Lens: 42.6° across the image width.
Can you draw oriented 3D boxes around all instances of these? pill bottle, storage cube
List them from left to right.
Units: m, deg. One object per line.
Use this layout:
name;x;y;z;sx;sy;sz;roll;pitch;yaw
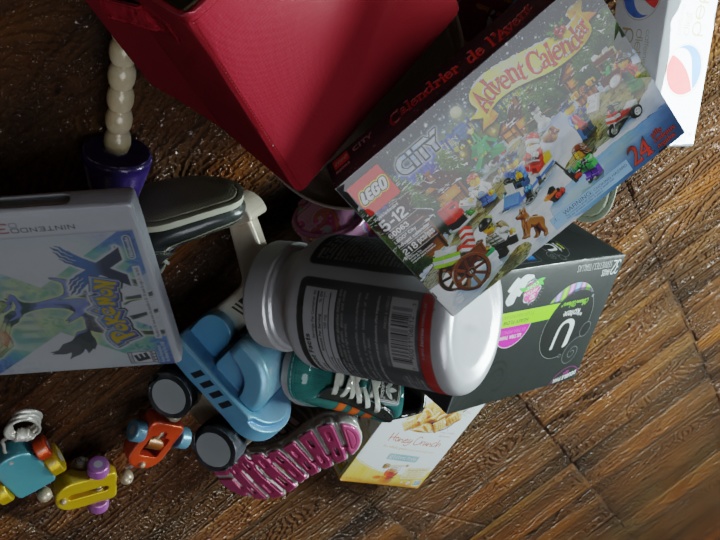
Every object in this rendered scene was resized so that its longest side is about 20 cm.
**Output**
storage cube;-0.064;-0.195;0.580;0.200;0.170;0.180;-49;152;-10
pill bottle;0.008;0.030;0.766;0.115;0.198;0.118;-19;113;-56

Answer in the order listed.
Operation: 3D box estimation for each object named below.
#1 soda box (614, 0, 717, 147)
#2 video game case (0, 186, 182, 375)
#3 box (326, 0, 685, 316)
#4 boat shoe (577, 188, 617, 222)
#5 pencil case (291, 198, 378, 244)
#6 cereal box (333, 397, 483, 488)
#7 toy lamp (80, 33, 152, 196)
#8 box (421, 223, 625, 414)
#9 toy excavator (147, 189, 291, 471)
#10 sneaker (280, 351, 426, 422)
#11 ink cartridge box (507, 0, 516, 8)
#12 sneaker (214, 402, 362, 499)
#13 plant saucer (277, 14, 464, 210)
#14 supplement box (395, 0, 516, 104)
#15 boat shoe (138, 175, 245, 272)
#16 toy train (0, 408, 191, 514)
soda box;0.273;-0.217;0.840;0.063;0.068;0.203;-4;108;-27
video game case;-0.249;0.016;0.740;0.180;0.022;0.201;-4;140;-1
box;0.095;-0.079;0.607;0.199;0.038;0.137;-40;121;11
boat shoe;0.256;-0.151;0.943;0.061;0.071;0.203;-44;153;-67
pencil case;0.000;0.000;0.909;0.087;0.088;0.201;-30;137;-4
cereal box;0.070;0.184;1.142;0.143;0.040;0.201;15;119;-39
toy lamp;-0.180;-0.136;0.700;0.058;0.058;0.202;-4;129;-28
box;0.130;0.027;0.891;0.198;0.124;0.150;-8;124;-41
toy excavator;-0.112;0.052;0.854;0.200;0.195;0.100;-41;-179;26
sneaker;0.000;0.108;0.911;0.199;0.079;0.072;25;72;-58
ink cartridge box;0.105;-0.095;0.698;0.067;0.116;0.200;26;113;-42
sneaker;-0.077;0.188;1.036;0.199;0.088;0.074;-29;115;26
plant saucer;-0.004;-0.148;0.709;0.032;0.200;0.201;-9;138;-58
supplement box;0.050;-0.169;0.766;0.085;0.111;0.201;8;124;-36
boat shoe;-0.188;-0.026;0.778;0.198;0.072;0.068;-19;128;-1
toy train;-0.277;0.172;0.920;0.199;0.056;0.151;16;117;-43
